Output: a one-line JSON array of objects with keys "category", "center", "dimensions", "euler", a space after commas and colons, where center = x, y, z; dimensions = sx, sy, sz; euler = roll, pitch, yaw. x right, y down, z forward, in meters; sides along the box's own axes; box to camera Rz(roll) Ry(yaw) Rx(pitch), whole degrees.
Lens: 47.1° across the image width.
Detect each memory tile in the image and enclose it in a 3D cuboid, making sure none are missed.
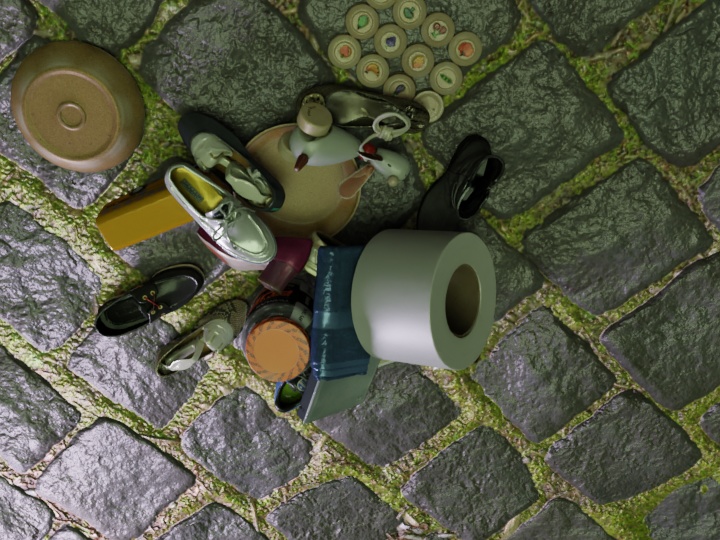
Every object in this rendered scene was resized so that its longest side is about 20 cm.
[{"category": "memory tile", "center": [0.064, -0.320, 1.205], "dimensions": [0.199, 0.017, 0.154], "euler": [30, 114, -15]}]

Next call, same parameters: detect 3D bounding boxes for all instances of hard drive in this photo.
[{"category": "hard drive", "center": [-0.022, 0.154, 1.373], "dimensions": [0.139, 0.033, 0.201], "euler": [-12, 133, -42]}]

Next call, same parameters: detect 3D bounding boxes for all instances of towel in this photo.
[{"category": "towel", "center": [-0.029, 0.061, 1.233], "dimensions": [0.048, 0.111, 0.202], "euler": [7, 95, 42]}]

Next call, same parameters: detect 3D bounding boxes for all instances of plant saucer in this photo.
[{"category": "plant saucer", "center": [-0.098, -0.136, 1.289], "dimensions": [0.198, 0.036, 0.202], "euler": [0, 117, 0]}, {"category": "plant saucer", "center": [-0.425, -0.235, 1.229], "dimensions": [0.198, 0.036, 0.202], "euler": [0, 118, 0]}]

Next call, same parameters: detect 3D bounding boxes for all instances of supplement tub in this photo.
[{"category": "supplement tub", "center": [-0.122, 0.093, 1.307], "dimensions": [0.121, 0.200, 0.124], "euler": [0, 104, -1]}]

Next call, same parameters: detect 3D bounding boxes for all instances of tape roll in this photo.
[{"category": "tape roll", "center": [0.097, 0.040, 1.236], "dimensions": [0.138, 0.203, 0.204], "euler": [4, 123, 35]}]

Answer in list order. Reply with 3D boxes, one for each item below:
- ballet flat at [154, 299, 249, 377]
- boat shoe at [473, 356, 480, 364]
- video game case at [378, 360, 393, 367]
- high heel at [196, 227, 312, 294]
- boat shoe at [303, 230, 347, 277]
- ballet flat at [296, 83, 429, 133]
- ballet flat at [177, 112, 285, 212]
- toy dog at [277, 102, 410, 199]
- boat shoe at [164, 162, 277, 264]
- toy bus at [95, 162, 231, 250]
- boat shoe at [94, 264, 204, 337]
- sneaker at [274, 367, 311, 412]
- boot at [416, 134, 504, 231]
[{"category": "ballet flat", "center": [-0.269, 0.126, 1.402], "dimensions": [0.199, 0.075, 0.068], "euler": [-33, 112, 15]}, {"category": "boat shoe", "center": [0.178, 0.057, 1.347], "dimensions": [0.072, 0.072, 0.202], "euler": [-14, 109, -31]}, {"category": "video game case", "center": [0.070, 0.065, 1.401], "dimensions": [0.199, 0.023, 0.183], "euler": [-20, 116, 10]}, {"category": "high heel", "center": [-0.167, -0.043, 1.304], "dimensions": [0.199, 0.067, 0.096], "euler": [31, 77, 24]}, {"category": "boat shoe", "center": [0.000, 0.000, 1.313], "dimensions": [0.199, 0.072, 0.065], "euler": [26, 117, -13]}, {"category": "ballet flat", "center": [0.004, -0.233, 1.210], "dimensions": [0.198, 0.046, 0.068], "euler": [9, 98, -1]}, {"category": "ballet flat", "center": [-0.195, -0.157, 1.222], "dimensions": [0.200, 0.073, 0.073], "euler": [42, 111, -7]}, {"category": "toy dog", "center": [-0.025, -0.161, 1.193], "dimensions": [0.198, 0.097, 0.132], "euler": [7, 146, 1]}, {"category": "boat shoe", "center": [-0.200, -0.084, 1.198], "dimensions": [0.202, 0.086, 0.075], "euler": [45, 85, -9]}, {"category": "toy bus", "center": [-0.303, -0.103, 1.282], "dimensions": [0.199, 0.078, 0.065], "euler": [-20, 116, 10]}, {"category": "boat shoe", "center": [-0.350, 0.054, 1.374], "dimensions": [0.200, 0.063, 0.074], "euler": [-24, 113, 10]}, {"category": "sneaker", "center": [-0.081, 0.173, 1.415], "dimensions": [0.078, 0.089, 0.200], "euler": [35, 111, -7]}, {"category": "boot", "center": [0.144, -0.103, 1.249], "dimensions": [0.069, 0.132, 0.201], "euler": [18, 114, -10]}]
